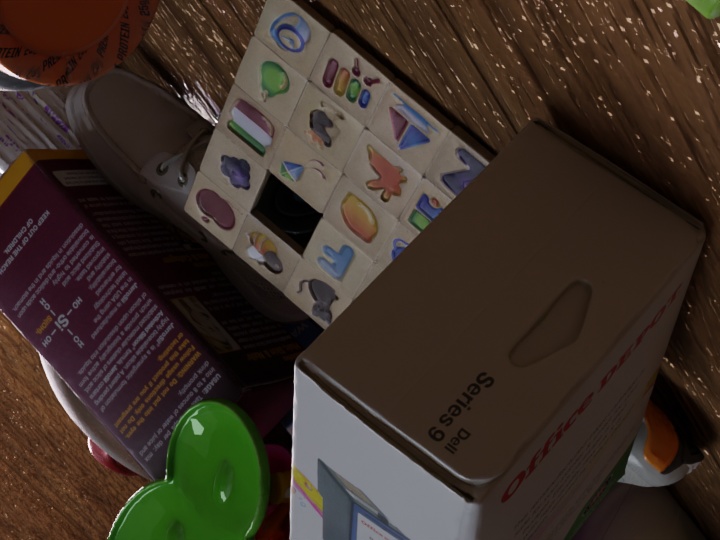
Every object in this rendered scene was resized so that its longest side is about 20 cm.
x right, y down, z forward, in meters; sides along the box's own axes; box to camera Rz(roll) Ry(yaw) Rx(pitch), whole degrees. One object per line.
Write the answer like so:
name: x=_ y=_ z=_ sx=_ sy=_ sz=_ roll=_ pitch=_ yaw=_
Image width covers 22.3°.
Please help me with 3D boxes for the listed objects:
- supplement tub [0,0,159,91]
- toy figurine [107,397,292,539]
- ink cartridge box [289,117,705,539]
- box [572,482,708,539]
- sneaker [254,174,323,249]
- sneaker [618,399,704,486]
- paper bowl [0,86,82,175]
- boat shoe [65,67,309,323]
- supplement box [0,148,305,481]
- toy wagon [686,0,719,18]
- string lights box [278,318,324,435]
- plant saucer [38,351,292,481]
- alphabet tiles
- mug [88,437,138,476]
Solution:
supplement tub: x=-0.182 y=-0.157 z=0.869 sx=0.200 sy=0.123 sz=0.123 roll=29 pitch=163 yaw=49
toy figurine: x=-0.029 y=0.163 z=1.054 sx=0.184 sy=0.201 sz=0.150 roll=-1 pitch=-160 yaw=-44
ink cartridge box: x=0.048 y=0.061 z=0.714 sx=0.087 sy=0.145 sz=0.200 roll=36 pitch=153 yaw=17
box: x=0.112 y=0.225 z=1.023 sx=0.123 sy=0.200 sz=0.198 roll=0 pitch=139 yaw=51
sneaker: x=0.000 y=0.000 z=0.946 sx=0.200 sy=0.073 sz=0.082 roll=31 pitch=163 yaw=45
sneaker: x=0.097 y=0.096 z=0.923 sx=0.076 sy=0.092 sz=0.200 roll=45 pitch=168 yaw=-14
paper bowl: x=-0.228 y=-0.106 z=1.251 sx=0.201 sy=0.104 sz=0.201 roll=41 pitch=169 yaw=9
boat shoe: x=-0.088 y=-0.054 z=1.081 sx=0.200 sy=0.071 sz=0.069 roll=41 pitch=160 yaw=-2
supplement box: x=-0.134 y=0.024 z=1.097 sx=0.200 sy=0.086 sz=0.110 roll=46 pitch=-161 yaw=14
toy wagon: x=0.043 y=-0.138 z=0.391 sx=0.155 sy=0.040 sz=0.200 roll=41 pitch=168 yaw=7
string lights box: x=-0.060 y=0.037 z=1.187 sx=0.200 sy=0.059 sz=0.103 roll=49 pitch=-178 yaw=14
plant saucer: x=-0.131 y=0.076 z=1.171 sx=0.200 sy=0.037 sz=0.201 roll=34 pitch=-156 yaw=-17
alphabet tiles: x=0.013 y=-0.015 z=0.833 sx=0.200 sy=0.008 sz=0.167 roll=40 pitch=141 yaw=8
mug: x=-0.154 y=0.096 z=1.603 sx=0.134 sy=0.177 sz=0.200 roll=64 pitch=-175 yaw=29
